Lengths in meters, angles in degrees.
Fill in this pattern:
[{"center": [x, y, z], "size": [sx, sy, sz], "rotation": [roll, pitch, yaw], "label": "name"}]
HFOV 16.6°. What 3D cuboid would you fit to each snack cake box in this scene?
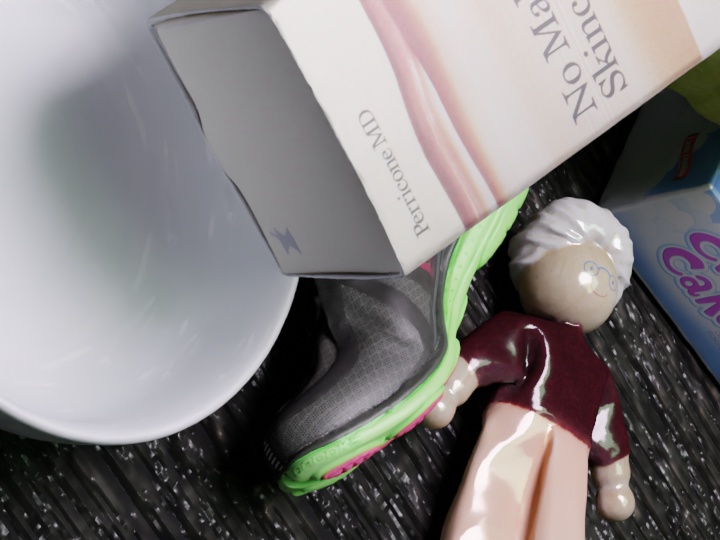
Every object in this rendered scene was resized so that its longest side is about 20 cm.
[{"center": [0.200, -0.001, 1.131], "size": [0.200, 0.067, 0.115], "rotation": [50, 48, -26], "label": "snack cake box"}]

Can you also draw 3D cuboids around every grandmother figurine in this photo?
[{"center": [0.072, 0.065, 0.980], "size": [0.121, 0.060, 0.201], "rotation": [39, 55, -45], "label": "grandmother figurine"}]

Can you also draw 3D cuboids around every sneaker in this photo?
[{"center": [0.000, 0.000, 0.919], "size": [0.084, 0.077, 0.200], "rotation": [36, 49, -15], "label": "sneaker"}]

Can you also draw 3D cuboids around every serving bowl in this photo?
[{"center": [-0.108, -0.038, 0.803], "size": [0.200, 0.066, 0.201], "rotation": [17, 66, -44], "label": "serving bowl"}]

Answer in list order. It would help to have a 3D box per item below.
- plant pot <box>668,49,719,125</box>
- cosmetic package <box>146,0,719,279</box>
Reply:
[{"center": [0.113, -0.162, 0.979], "size": [0.184, 0.200, 0.201], "rotation": [17, 63, -10], "label": "plant pot"}, {"center": [0.044, -0.091, 0.822], "size": [0.200, 0.087, 0.104], "rotation": [-37, 108, -24], "label": "cosmetic package"}]
